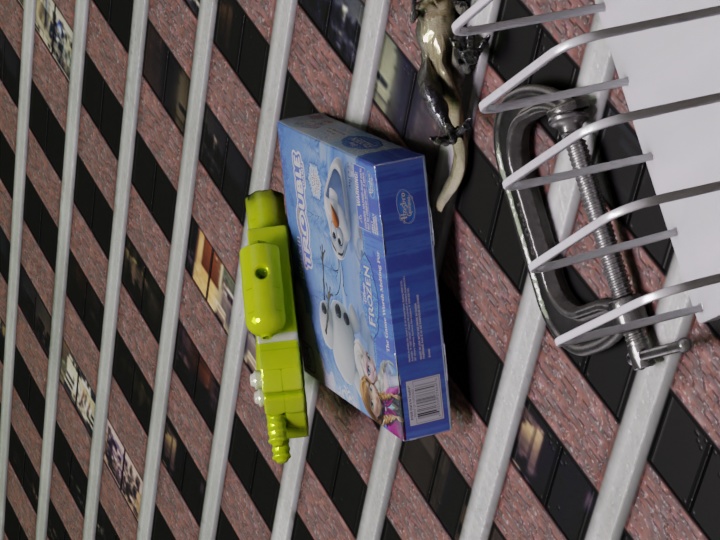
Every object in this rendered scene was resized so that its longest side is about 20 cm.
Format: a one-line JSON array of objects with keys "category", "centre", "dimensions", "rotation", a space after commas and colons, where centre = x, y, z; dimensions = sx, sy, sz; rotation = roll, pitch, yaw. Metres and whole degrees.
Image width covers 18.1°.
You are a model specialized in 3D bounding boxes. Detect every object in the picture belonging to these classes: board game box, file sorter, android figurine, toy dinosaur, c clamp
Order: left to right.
[{"category": "android figurine", "centre": [-0.066, 0.046, 1.743], "dimensions": [0.182, 0.041, 0.201], "rotation": [87, 179, -72]}, {"category": "board game box", "centre": [0.000, 0.000, 1.637], "dimensions": [0.199, 0.043, 0.201], "rotation": [-150, 51, -66]}, {"category": "toy dinosaur", "centre": [0.056, -0.126, 1.480], "dimensions": [0.088, 0.047, 0.201], "rotation": [-123, 25, -71]}, {"category": "c clamp", "centre": [0.138, -0.028, 1.387], "dimensions": [0.171, 0.027, 0.201], "rotation": [139, 114, -67]}, {"category": "file sorter", "centre": [0.150, -0.071, 1.223], "dimensions": [0.139, 0.124, 0.201], "rotation": [-34, 72, 64]}]
